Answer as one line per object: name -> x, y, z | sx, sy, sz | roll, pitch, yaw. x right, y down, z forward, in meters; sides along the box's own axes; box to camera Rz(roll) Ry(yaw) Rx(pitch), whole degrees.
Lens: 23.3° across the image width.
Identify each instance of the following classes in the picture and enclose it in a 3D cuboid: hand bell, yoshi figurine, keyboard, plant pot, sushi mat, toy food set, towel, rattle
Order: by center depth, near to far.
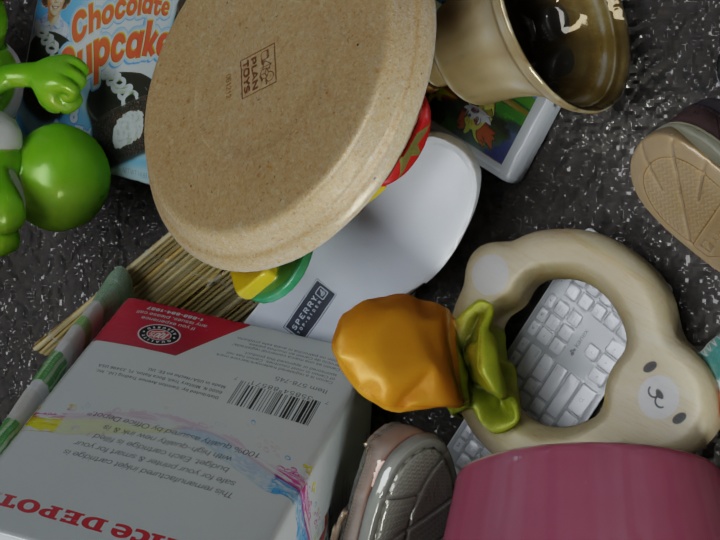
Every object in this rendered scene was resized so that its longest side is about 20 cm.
plant pot -> 0.106, 0.182, 0.807 | 0.199, 0.200, 0.181 | -11, 67, 30
rattle -> 0.112, 0.039, 0.826 | 0.199, 0.143, 0.131 | 17, 76, 33
toy food set -> -0.037, -0.092, 0.875 | 0.198, 0.048, 0.201 | -38, 52, 25
hand bell -> 0.029, -0.102, 0.904 | 0.199, 0.104, 0.105 | -19, 78, 42
keyboard -> 0.088, 0.076, 0.916 | 0.056, 0.011, 0.201 | 39, 108, 27
towel -> -0.163, 0.117, 0.921 | 0.023, 0.200, 0.153 | 15, 131, 13
sushi mat -> -0.084, 0.005, 0.979 | 0.200, 0.095, 0.012 | -38, 43, 25
yoshi figurine -> -0.202, -0.090, 1.019 | 0.111, 0.113, 0.201 | -23, 55, 5

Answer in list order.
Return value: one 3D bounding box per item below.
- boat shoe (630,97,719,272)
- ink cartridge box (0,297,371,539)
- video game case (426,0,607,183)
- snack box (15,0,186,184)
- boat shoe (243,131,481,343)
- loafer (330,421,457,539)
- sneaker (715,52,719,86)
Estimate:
boat shoe -> 0.216, -0.006, 0.803 | 0.200, 0.065, 0.072 | 41, 150, 10
ink cartridge box -> -0.092, 0.136, 0.873 | 0.144, 0.200, 0.146 | 13, 123, 14
video game case -> 0.050, -0.175, 0.944 | 0.199, 0.022, 0.183 | 35, 106, 27
snack box -> -0.124, -0.111, 1.018 | 0.199, 0.037, 0.117 | 16, 96, 42
boat shoe -> 0.000, 0.000, 0.938 | 0.072, 0.068, 0.200 | 39, 117, 5
loafer -> 0.007, 0.157, 0.892 | 0.063, 0.072, 0.201 | 30, 135, 39
sneaker -> 0.264, -0.118, 0.788 | 0.116, 0.075, 0.200 | 52, 123, 17
